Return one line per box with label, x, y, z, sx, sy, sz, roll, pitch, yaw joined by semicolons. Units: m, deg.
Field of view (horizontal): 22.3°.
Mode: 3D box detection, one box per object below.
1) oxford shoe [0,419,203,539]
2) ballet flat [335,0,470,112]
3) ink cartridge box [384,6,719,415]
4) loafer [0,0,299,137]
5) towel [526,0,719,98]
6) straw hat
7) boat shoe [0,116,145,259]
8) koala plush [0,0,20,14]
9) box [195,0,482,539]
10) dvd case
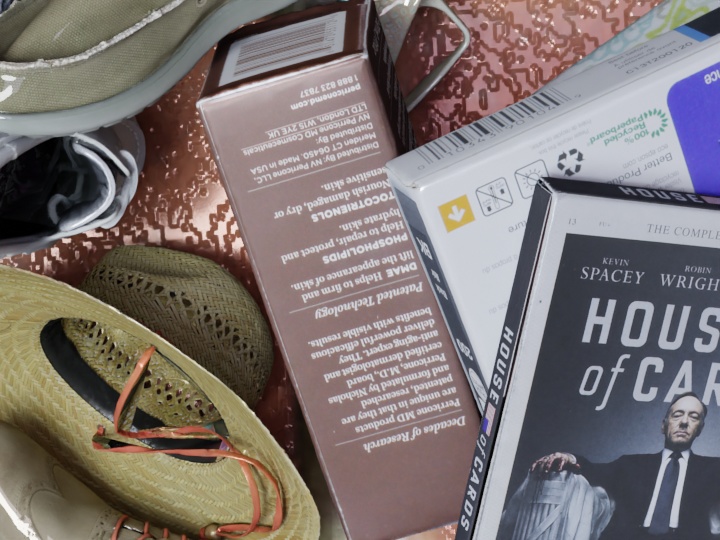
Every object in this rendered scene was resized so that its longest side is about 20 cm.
oxford shoe;-0.095;0.128;0.800;0.075;0.071;0.200;-38;105;26
ballet flat;0.030;-0.132;0.791;0.062;0.067;0.201;30;106;-5
ink cartridge box;0.134;0.007;0.710;0.197;0.043;0.201;-25;114;-6
loafer;-0.083;-0.120;0.717;0.075;0.200;0.070;23;138;37
towel;0.156;-0.012;0.787;0.171;0.048;0.201;-35;89;5
straw hat;-0.087;0.038;0.795;0.200;0.201;0.085;30;58;5
boat shoe;-0.128;-0.039;0.739;0.068;0.200;0.072;15;97;18
koala plush;-0.176;-0.153;0.750;0.183;0.177;0.201;18;101;-10
box;0.000;0.000;0.751;0.074;0.100;0.201;-14;111;6
dvd case;0.115;0.069;0.692;0.149;0.025;0.201;5;109;-19
